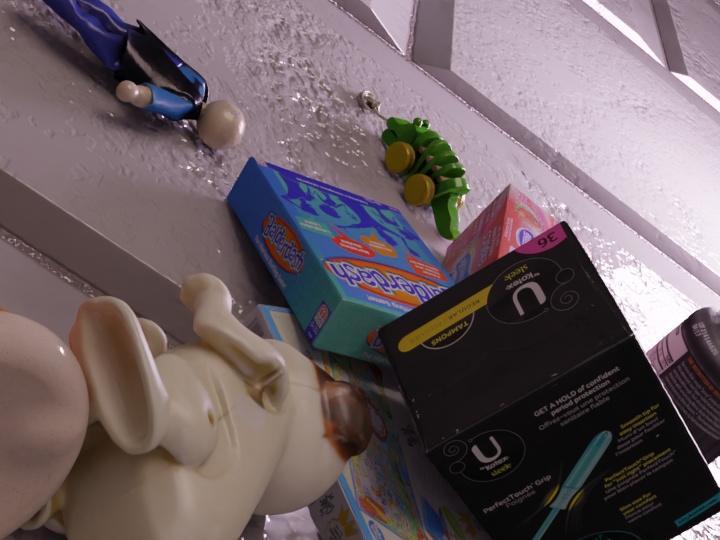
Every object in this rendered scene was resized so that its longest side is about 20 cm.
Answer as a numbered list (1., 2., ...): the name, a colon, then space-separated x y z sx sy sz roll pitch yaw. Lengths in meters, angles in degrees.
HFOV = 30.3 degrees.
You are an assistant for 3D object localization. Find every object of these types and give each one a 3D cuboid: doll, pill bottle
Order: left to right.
1. doll: -0.173 -0.164 1.045 0.200 0.048 0.137 42 19 -17
2. pill bottle: 0.280 0.103 1.111 0.106 0.200 0.106 31 32 -22

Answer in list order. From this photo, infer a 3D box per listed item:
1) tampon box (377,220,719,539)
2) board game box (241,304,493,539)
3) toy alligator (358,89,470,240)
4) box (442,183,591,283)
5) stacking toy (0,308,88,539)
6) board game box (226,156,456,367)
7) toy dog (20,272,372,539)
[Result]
1. tampon box: 0.132 0.099 0.902 0.200 0.150 0.126 54 9 -38
2. board game box: 0.005 0.117 0.915 0.134 0.034 0.200 11 43 -45
3. toy alligator: 0.057 -0.117 1.268 0.059 0.054 0.200 9 44 -47
4. box: 0.126 0.027 1.126 0.103 0.095 0.200 37 29 -11
5. stacking toy: -0.236 0.036 0.657 0.146 0.146 0.200 12 24 -44
6. board game box: 0.000 0.000 1.000 0.152 0.045 0.200 17 24 -35
7. toy dog: -0.079 0.094 0.737 0.194 0.140 0.200 54 28 16
